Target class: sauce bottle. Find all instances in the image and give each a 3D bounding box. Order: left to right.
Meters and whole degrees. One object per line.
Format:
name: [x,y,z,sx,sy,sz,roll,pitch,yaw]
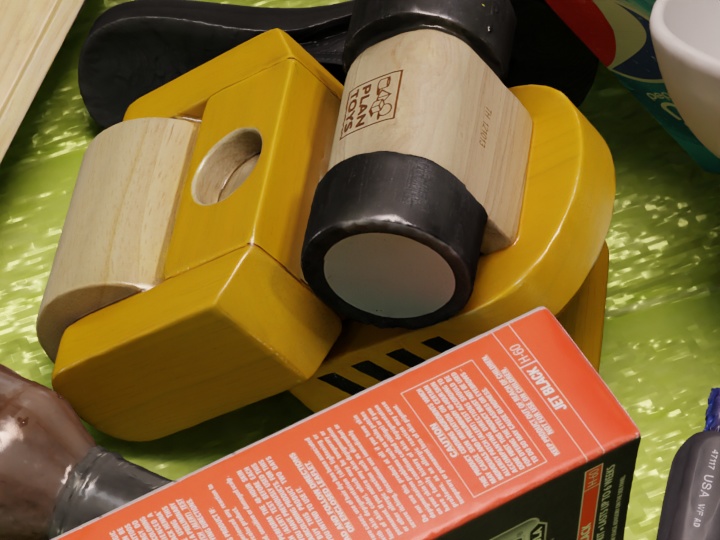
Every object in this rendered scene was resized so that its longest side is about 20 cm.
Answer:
sauce bottle: [-0.141,0.058,0.808,0.199,0.065,0.065,24,55,16]

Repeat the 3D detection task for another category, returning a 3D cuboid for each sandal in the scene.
sandal: [-0.009,-0.065,0.898,0.199,0.076,0.048,-2,36,10]

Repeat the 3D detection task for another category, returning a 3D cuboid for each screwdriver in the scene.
screwdriver: [0.132,0.031,0.852,0.029,0.028,0.201,-11,44,30]

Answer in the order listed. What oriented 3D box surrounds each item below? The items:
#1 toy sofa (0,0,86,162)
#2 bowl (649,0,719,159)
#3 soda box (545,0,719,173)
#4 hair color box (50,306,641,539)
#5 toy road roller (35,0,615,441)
toy sofa: [-0.155,-0.095,0.908,0.082,0.098,0.201,30,62,-13]
bowl: [0.215,-0.072,0.784,0.199,0.075,0.199,23,47,37]
soda box: [0.109,-0.112,0.847,0.064,0.200,0.068,8,66,46]
hair color box: [-0.013,0.099,0.750,0.199,0.102,0.061,-24,55,-17]
toy road roller: [0.000,0.000,0.837,0.199,0.146,0.124,-20,43,34]
